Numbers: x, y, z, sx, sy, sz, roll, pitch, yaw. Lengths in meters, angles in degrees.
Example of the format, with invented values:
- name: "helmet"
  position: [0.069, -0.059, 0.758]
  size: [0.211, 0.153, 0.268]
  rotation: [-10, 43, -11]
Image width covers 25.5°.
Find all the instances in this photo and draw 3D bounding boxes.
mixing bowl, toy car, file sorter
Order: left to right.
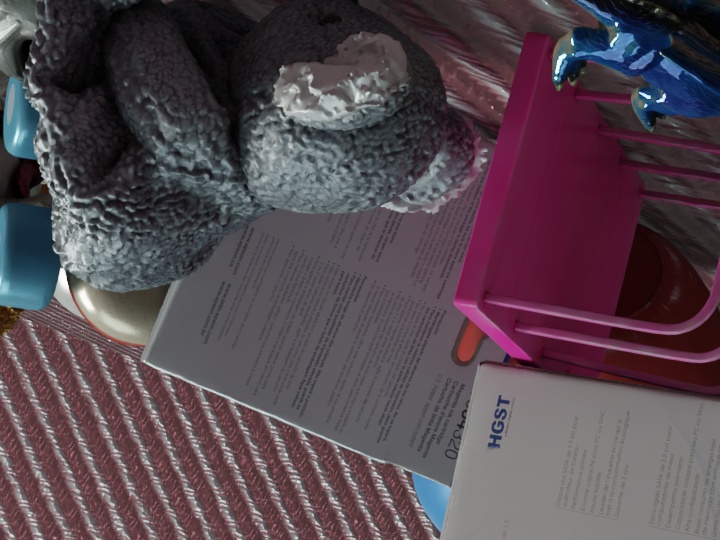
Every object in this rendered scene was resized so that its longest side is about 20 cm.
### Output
- name: "toy car"
  position: [-0.154, -0.035, 1.031]
  size: [0.183, 0.178, 0.200]
  rotation: [7, 170, -22]
- name: "mixing bowl"
  position: [0.140, 0.036, 0.985]
  size: [0.199, 0.200, 0.109]
  rotation: [15, 138, 23]
- name: "file sorter"
  position: [0.152, -0.009, 0.804]
  size: [0.125, 0.140, 0.200]
  rotation: [10, 166, 27]

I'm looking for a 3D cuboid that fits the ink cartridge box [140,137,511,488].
- name: "ink cartridge box"
  position: [0.000, 0.000, 0.928]
  size: [0.199, 0.197, 0.043]
  rotation: [23, -179, -9]

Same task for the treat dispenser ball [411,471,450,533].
- name: "treat dispenser ball"
  position: [0.147, 0.180, 1.533]
  size: [0.200, 0.202, 0.201]
  rotation: [19, 169, 4]

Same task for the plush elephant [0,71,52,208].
- name: "plush elephant"
  position: [-0.270, -0.080, 1.184]
  size: [0.199, 0.155, 0.165]
  rotation: [-26, 99, 28]

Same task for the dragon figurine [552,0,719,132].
- name: "dragon figurine"
  position: [0.130, -0.094, 0.628]
  size: [0.199, 0.059, 0.099]
  rotation: [27, 167, -35]

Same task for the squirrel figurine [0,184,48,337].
- name: "squirrel figurine"
  position: [-0.292, -0.020, 1.309]
  size: [0.186, 0.200, 0.142]
  rotation: [35, 162, 1]

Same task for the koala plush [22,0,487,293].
- name: "koala plush"
  position: [-0.046, -0.075, 0.787]
  size: [0.199, 0.185, 0.177]
  rotation: [3, 164, 19]

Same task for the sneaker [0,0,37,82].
- name: "sneaker"
  position: [-0.192, -0.140, 0.879]
  size: [0.098, 0.071, 0.200]
  rotation: [43, 164, -8]

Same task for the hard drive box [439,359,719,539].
- name: "hard drive box"
  position: [0.144, 0.140, 0.782]
  size: [0.199, 0.157, 0.077]
  rotation: [8, 167, 27]
